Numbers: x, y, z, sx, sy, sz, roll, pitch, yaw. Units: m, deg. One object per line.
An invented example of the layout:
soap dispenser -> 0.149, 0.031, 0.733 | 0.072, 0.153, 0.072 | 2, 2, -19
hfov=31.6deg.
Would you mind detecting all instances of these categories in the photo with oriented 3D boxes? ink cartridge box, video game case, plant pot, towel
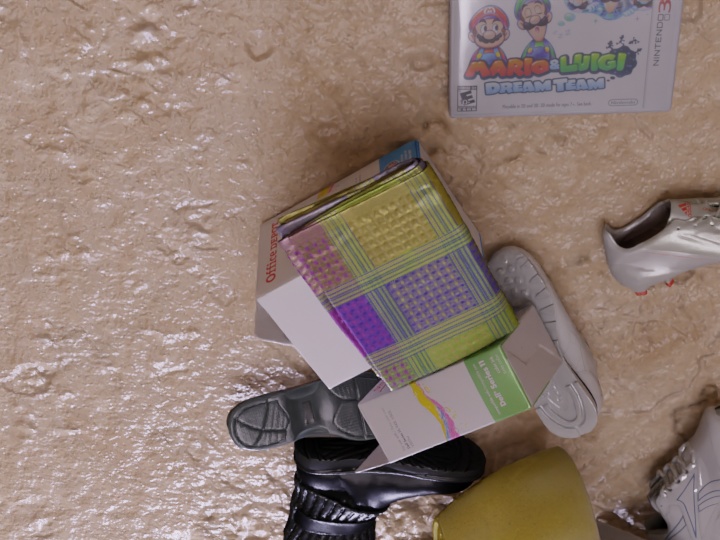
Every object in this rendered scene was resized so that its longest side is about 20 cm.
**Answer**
ink cartridge box -> 0.000, 0.000, 1.170 | 0.200, 0.129, 0.125 | -28, 120, 17
video game case -> 0.175, -0.219, 1.092 | 0.199, 0.024, 0.183 | -2, 123, 0
plant pot -> 0.153, 0.290, 1.304 | 0.141, 0.200, 0.201 | -8, 123, -6
towel -> 0.035, 0.004, 1.084 | 0.143, 0.023, 0.200 | -27, 120, 14
ink cartridge box -> 0.078, 0.113, 1.202 | 0.200, 0.117, 0.067 | -26, 95, 28

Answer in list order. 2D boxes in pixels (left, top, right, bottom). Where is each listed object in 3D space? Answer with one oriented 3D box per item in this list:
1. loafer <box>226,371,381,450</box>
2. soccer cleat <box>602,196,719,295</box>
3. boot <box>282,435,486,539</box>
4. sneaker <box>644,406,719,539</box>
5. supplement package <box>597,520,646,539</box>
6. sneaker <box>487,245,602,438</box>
loafer -> -0.040, 0.139, 1.307 | 0.199, 0.063, 0.072 | -6, 97, -13
soccer cleat -> 0.323, -0.041, 1.186 | 0.199, 0.069, 0.078 | -22, 118, 16
boot -> 0.023, 0.243, 1.357 | 0.210, 0.080, 0.158 | 4, 120, 2
sneaker -> 0.354, 0.228, 1.350 | 0.087, 0.075, 0.201 | 4, 122, 2
supplement package -> 0.328, 0.387, 1.404 | 0.200, 0.121, 0.120 | 40, 77, -25
sneaker -> 0.181, 0.063, 1.252 | 0.076, 0.080, 0.200 | -16, 104, 32
